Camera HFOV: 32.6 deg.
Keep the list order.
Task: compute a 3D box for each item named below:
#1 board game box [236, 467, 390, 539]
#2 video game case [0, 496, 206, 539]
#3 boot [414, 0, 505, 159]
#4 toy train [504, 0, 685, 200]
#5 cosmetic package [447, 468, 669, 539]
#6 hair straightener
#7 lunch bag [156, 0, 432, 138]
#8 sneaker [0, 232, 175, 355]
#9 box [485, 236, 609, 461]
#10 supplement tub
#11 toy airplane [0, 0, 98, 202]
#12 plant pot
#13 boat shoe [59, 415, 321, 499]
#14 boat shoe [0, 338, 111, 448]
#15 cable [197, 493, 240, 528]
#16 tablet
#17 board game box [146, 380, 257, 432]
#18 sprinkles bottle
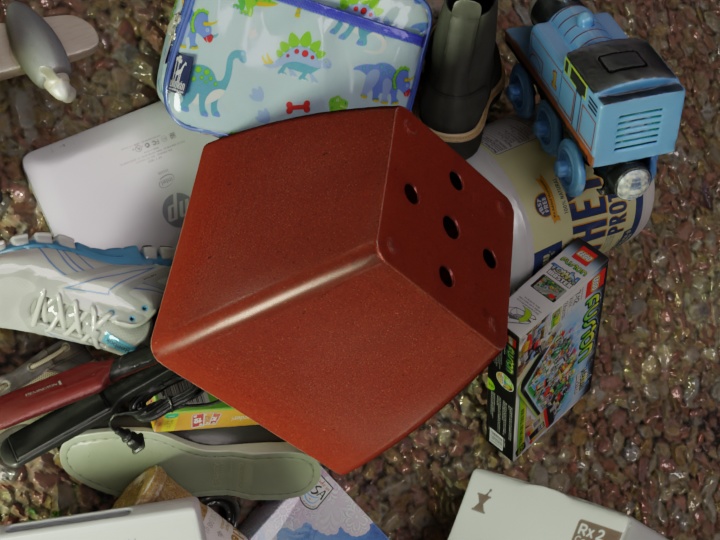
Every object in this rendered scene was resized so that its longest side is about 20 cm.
[{"bbox_3d":[-0.044,0.295,1.012,0.200,0.043,0.199,48,69,-16],"label":"board game box"},{"bbox_3d":[-0.190,0.266,0.886,0.182,0.023,0.200,-8,109,-1],"label":"video game case"},{"bbox_3d":[0.091,-0.200,1.005,0.077,0.139,0.200,7,40,-1],"label":"boot"},{"bbox_3d":[0.177,-0.143,0.959,0.087,0.200,0.114,-9,134,-12],"label":"toy train"},{"bbox_3d":[0.179,0.287,1.025,0.200,0.165,0.165,34,73,-40],"label":"cosmetic package"},{"bbox_3d":[-0.165,0.090,0.886,0.200,0.041,0.077,-26,125,-23],"label":"hair straightener"},{"bbox_3d":[-0.052,-0.171,0.965,0.200,0.082,0.161,16,101,-17],"label":"lunch bag"},{"bbox_3d":[-0.196,0.026,0.902,0.200,0.087,0.075,-1,132,-34],"label":"sneaker"},{"bbox_3d":[0.156,0.072,1.052,0.110,0.200,0.035,-39,59,-22],"label":"box"},{"bbox_3d":[0.135,-0.059,1.058,0.200,0.145,0.145,-25,98,-25],"label":"supplement tub"},{"bbox_3d":[-0.303,-0.132,0.852,0.199,0.141,0.200,30,76,-21],"label":"toy airplane"},{"bbox_3d":[0.000,0.000,0.882,0.200,0.176,0.200,38,45,-33],"label":"plant pot"},{"bbox_3d":[-0.133,0.138,0.968,0.201,0.061,0.072,7,126,-14],"label":"boat shoe"},{"bbox_3d":[-0.282,0.102,0.897,0.200,0.074,0.073,-22,88,-34],"label":"boat shoe"},{"bbox_3d":[-0.179,0.233,0.944,0.200,0.050,0.097,-10,94,-24],"label":"cable"},{"bbox_3d":[-0.156,-0.067,0.991,0.200,0.014,0.130,-26,99,-24],"label":"tablet"},{"bbox_3d":[-0.077,0.079,0.985,0.200,0.030,0.096,-3,44,-24],"label":"board game box"},{"bbox_3d":[-0.099,0.232,0.928,0.200,0.068,0.068,41,71,-12],"label":"sprinkles bottle"}]
